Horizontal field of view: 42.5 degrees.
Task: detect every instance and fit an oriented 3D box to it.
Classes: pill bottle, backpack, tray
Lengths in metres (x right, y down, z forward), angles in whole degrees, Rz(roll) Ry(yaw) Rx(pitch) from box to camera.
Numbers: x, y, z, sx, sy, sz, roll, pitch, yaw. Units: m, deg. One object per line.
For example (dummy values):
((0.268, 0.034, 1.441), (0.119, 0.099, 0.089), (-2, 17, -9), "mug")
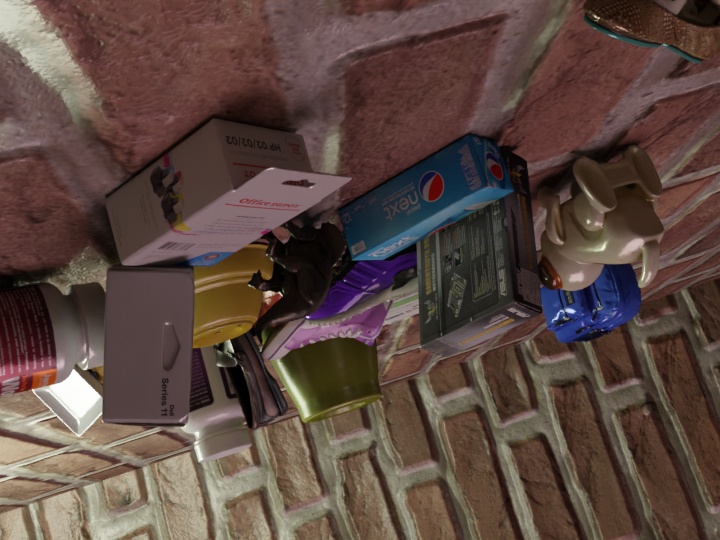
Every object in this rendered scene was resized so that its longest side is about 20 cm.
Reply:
((-0.366, 0.073, 0.969), (0.197, 0.111, 0.109), (-10, 165, -32), "pill bottle")
((0.506, 0.064, 2.036), (0.166, 0.165, 0.199), (-2, 160, -42), "backpack")
((-0.431, 0.184, 1.389), (0.022, 0.108, 0.200), (-46, -175, -36), "tray")
((-0.225, 0.172, 1.365), (0.109, 0.203, 0.112), (-16, 167, -4), "pill bottle")

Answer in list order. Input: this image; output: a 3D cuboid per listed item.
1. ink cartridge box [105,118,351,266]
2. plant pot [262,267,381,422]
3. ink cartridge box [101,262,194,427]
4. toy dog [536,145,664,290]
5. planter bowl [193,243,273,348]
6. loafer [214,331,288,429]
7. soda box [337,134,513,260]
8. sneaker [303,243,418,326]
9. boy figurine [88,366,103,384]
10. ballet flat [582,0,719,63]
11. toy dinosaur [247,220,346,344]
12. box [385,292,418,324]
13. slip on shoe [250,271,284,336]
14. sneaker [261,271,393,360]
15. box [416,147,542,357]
((-0.118, -0.072, 0.818), (0.198, 0.069, 0.114), (-27, 164, 34), "ink cartridge box")
((-0.053, 0.122, 1.417), (0.197, 0.196, 0.201), (-18, 167, -4), "plant pot")
((-0.210, 0.066, 0.934), (0.081, 0.150, 0.200), (2, -179, -11), "ink cartridge box")
((0.326, -0.049, 1.280), (0.138, 0.196, 0.200), (-24, 166, -32), "toy dog")
((-0.188, 0.044, 1.158), (0.197, 0.085, 0.201), (-18, 167, -4), "planter bowl")
((-0.169, 0.133, 1.294), (0.063, 0.202, 0.071), (-35, -160, -23), "loafer")
((0.072, -0.079, 1.064), (0.198, 0.065, 0.067), (-27, 164, 34), "soda box")
((0.000, 0.000, 1.214), (0.197, 0.101, 0.070), (-22, -174, 21), "sneaker")
((-0.354, 0.141, 1.365), (0.123, 0.065, 0.199), (17, 146, -29), "boy figurine")
((0.255, -0.222, 0.777), (0.198, 0.071, 0.066), (-8, 137, -49), "ballet flat")
((-0.066, -0.001, 1.040), (0.101, 0.202, 0.077), (30, 132, -21), "toy dinosaur")
((0.090, 0.050, 1.683), (0.142, 0.037, 0.200), (-21, 168, 10), "box")
((-0.115, 0.042, 1.272), (0.074, 0.062, 0.199), (-25, 176, -42), "slip on shoe")
((-0.039, 0.082, 1.304), (0.200, 0.115, 0.073), (-40, -170, 1), "sneaker")
((0.133, -0.019, 1.090), (0.048, 0.203, 0.158), (19, 146, -32), "box")
